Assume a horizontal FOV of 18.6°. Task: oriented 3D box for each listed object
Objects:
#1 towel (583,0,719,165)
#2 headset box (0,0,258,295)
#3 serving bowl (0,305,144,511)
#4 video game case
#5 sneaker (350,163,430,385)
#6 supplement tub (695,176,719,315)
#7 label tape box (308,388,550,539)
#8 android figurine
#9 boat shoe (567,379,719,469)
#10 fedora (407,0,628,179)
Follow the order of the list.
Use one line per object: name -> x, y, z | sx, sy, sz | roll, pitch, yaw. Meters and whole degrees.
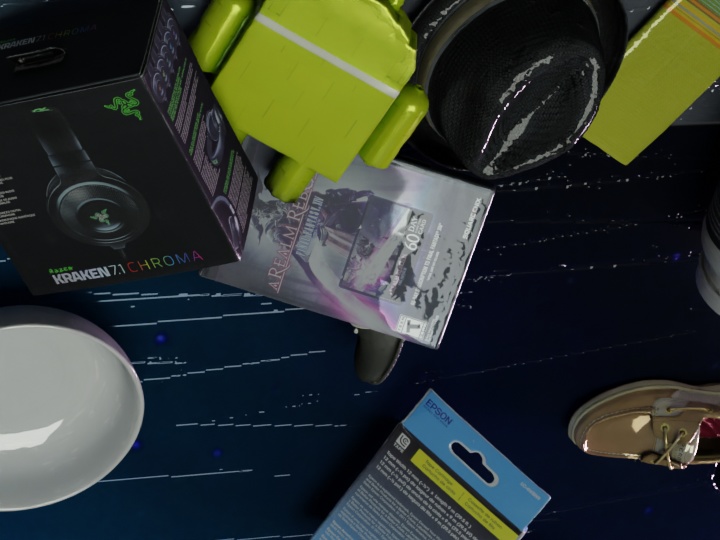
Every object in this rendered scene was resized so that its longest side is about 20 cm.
towel -> 0.251, -0.174, 1.749 | 0.086, 0.018, 0.200 | 32, 114, -29
headset box -> -0.193, -0.092, 1.582 | 0.174, 0.093, 0.200 | -9, 134, 17
serving bowl -> -0.277, 0.100, 1.766 | 0.200, 0.066, 0.200 | -9, 130, -11
video game case -> -0.012, -0.031, 1.713 | 0.200, 0.019, 0.143 | 17, 111, -5
sneaker -> 0.000, 0.000, 1.776 | 0.088, 0.074, 0.200 | 3, 117, -11
supplement tub -> 0.361, -0.057, 1.796 | 0.140, 0.140, 0.200 | 1, 128, -19
label tape box -> 0.066, 0.213, 1.921 | 0.200, 0.143, 0.066 | -53, 169, 24
android figurine -> -0.037, -0.147, 1.625 | 0.182, 0.041, 0.200 | 27, 118, -12
boat shoe -> 0.289, 0.144, 1.987 | 0.200, 0.066, 0.074 | -5, 129, -14
fedora -> 0.121, -0.139, 1.675 | 0.200, 0.092, 0.201 | -7, 128, -9
